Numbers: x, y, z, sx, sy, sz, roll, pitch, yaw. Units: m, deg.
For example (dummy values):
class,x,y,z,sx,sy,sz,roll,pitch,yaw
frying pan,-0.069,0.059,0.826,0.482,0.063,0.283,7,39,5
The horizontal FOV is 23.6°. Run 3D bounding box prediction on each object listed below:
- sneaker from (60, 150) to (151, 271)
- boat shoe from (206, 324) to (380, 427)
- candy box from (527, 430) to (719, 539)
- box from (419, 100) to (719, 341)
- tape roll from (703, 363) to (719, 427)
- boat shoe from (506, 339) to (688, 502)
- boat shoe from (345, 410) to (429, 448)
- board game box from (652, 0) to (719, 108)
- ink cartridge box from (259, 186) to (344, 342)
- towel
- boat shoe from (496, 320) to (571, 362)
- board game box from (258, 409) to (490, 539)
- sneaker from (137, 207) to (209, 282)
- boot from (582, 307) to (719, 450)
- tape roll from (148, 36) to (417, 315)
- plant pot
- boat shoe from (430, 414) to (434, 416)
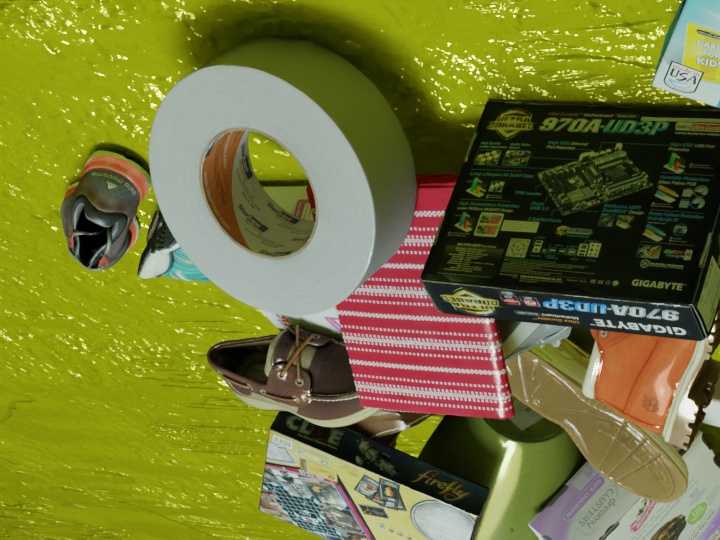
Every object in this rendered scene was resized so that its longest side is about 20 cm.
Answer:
class,x,y,z,sx,sy,sz,roll,pitch,yaw
sneaker,-0.246,-0.036,1.564,0.077,0.082,0.200,23,153,-3
boat shoe,-0.055,0.084,1.481,0.199,0.072,0.072,4,154,45
candy box,0.265,0.237,1.599,0.071,0.168,0.200,39,170,42
box,0.157,-0.039,1.177,0.199,0.159,0.046,5,149,29
tape roll,0.301,0.070,1.415,0.202,0.037,0.203,17,153,9
boat shoe,0.210,0.117,1.495,0.200,0.069,0.074,41,134,0
boat shoe,0.002,0.153,1.589,0.200,0.075,0.074,-21,91,57
board game box,0.267,-0.154,1.004,0.150,0.047,0.200,19,154,5
ink cartridge box,0.000,0.000,1.449,0.199,0.085,0.145,2,148,35
towel,0.040,0.019,1.321,0.144,0.022,0.201,2,116,35
boat shoe,0.144,0.029,1.344,0.071,0.070,0.201,29,121,-36
board game box,0.009,0.207,1.556,0.199,0.035,0.136,22,140,9
sneaker,-0.142,-0.035,1.518,0.079,0.078,0.200,16,164,-11
boot,0.228,0.036,1.309,0.107,0.075,0.201,24,124,19
tape roll,-0.059,-0.069,1.281,0.200,0.066,0.201,16,123,27
plant pot,0.136,0.182,1.616,0.186,0.188,0.200,17,140,8
boat shoe,0.027,0.112,1.668,0.200,0.072,0.068,6,155,48
